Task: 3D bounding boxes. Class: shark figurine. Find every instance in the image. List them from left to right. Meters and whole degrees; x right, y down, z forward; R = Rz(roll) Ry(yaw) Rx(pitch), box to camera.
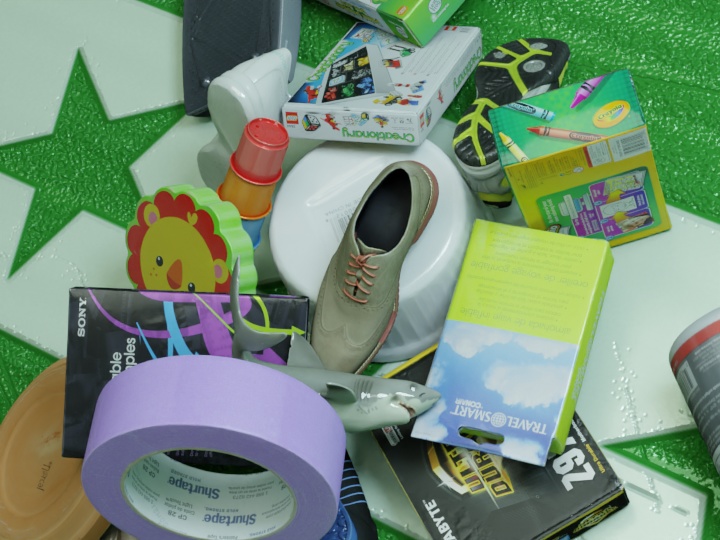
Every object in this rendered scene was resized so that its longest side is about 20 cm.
[{"bbox_3d":[-0.054,0.073,1.411,0.128,0.214,0.090,-33,46,30],"label":"shark figurine"}]

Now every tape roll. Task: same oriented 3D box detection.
[{"bbox_3d":[-0.113,0.149,1.387,0.200,0.200,0.066,-5,50,14],"label":"tape roll"}]

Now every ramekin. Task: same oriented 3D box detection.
[{"bbox_3d":[0.016,-0.030,1.574,0.200,0.098,0.201,-7,64,14],"label":"ramekin"}]

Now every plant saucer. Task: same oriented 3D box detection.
[{"bbox_3d":[-0.267,0.164,1.559,0.200,0.032,0.201,-24,52,35],"label":"plant saucer"}]

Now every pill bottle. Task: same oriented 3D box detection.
[{"bbox_3d":[0.330,0.128,1.394,0.116,0.116,0.200,-23,62,5],"label":"pill bottle"}]

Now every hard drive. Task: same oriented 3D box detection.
[{"bbox_3d":[-0.114,-0.251,1.723,0.135,0.042,0.200,-20,60,36],"label":"hard drive"}]

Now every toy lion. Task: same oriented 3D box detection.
[{"bbox_3d":[-0.141,0.032,1.551,0.200,0.069,0.192,44,124,28],"label":"toy lion"}]

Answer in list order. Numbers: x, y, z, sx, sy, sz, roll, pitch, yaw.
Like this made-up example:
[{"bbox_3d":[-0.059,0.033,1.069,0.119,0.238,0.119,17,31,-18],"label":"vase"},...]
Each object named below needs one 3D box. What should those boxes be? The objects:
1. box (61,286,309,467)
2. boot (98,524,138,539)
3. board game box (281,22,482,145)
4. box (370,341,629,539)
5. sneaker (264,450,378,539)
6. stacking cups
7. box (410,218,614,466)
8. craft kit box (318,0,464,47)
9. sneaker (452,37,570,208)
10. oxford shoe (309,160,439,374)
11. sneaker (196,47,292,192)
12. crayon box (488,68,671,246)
[{"bbox_3d":[-0.145,0.088,1.474,0.200,0.036,0.143,2,90,1],"label":"box"},{"bbox_3d":[-0.232,0.217,1.556,0.146,0.070,0.200,-40,49,9],"label":"boot"},{"bbox_3d":[0.023,-0.172,1.612,0.126,0.035,0.200,5,31,20],"label":"board game box"},{"bbox_3d":[0.107,0.150,1.491,0.160,0.049,0.200,-30,61,0],"label":"box"},{"bbox_3d":[-0.031,0.193,1.507,0.070,0.078,0.200,-25,40,7],"label":"sneaker"},{"bbox_3d":[-0.104,-0.047,1.568,0.060,0.200,0.061,16,40,-14],"label":"stacking cups"},{"bbox_3d":[0.127,0.063,1.471,0.122,0.048,0.200,10,69,22],"label":"box"},{"bbox_3d":[0.054,-0.322,1.696,0.200,0.049,0.197,-49,40,-8],"label":"craft kit box"},{"bbox_3d":[0.135,-0.137,1.599,0.075,0.077,0.200,9,45,27],"label":"sneaker"},{"bbox_3d":[0.000,0.000,1.460,0.070,0.075,0.200,20,93,14],"label":"oxford shoe"},{"bbox_3d":[-0.092,-0.124,1.609,0.075,0.200,0.088,41,62,13],"label":"sneaker"},{"bbox_3d":[0.186,-0.082,1.487,0.119,0.200,0.058,-16,63,9],"label":"crayon box"}]
